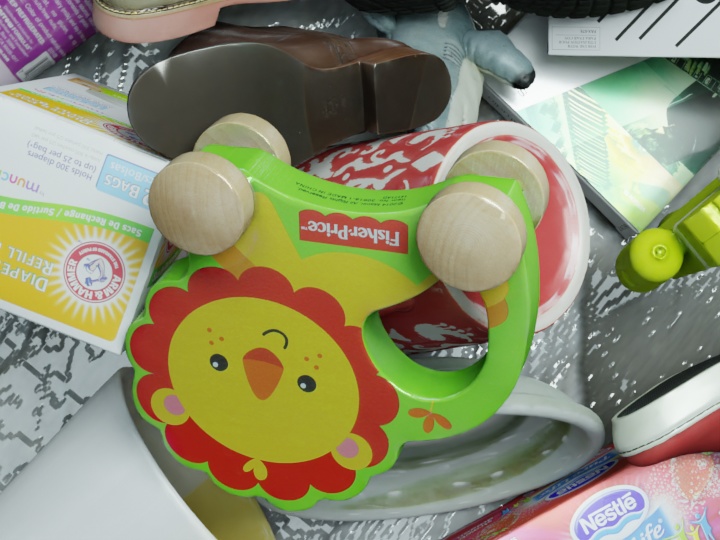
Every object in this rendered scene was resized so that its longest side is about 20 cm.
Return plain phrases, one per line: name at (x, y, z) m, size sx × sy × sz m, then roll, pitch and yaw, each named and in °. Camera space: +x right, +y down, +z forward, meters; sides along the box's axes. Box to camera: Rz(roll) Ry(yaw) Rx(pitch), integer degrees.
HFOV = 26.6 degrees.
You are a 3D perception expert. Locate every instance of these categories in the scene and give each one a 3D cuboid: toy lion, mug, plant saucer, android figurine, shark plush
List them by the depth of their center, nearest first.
toy lion at (-0.017, 0.031, 0.718) m, size 0.199 × 0.069 × 0.193 m, roll 7°, pitch 118°, yaw 16°
mug at (0.009, 0.005, 0.818) m, size 0.133 × 0.200 × 0.178 m, roll 42°, pitch 62°, yaw -26°
plant saucer at (0.035, 0.090, 0.854) m, size 0.199 × 0.200 × 0.051 m, roll -7°, pitch 67°, yaw -3°
android figurine at (0.223, -0.051, 0.857) m, size 0.182 × 0.200 × 0.041 m, roll -40°, pitch 86°, yaw -2°
mug at (-0.137, 0.174, 0.863) m, size 0.153 × 0.149 × 0.187 m, roll -37°, pitch 83°, yaw 4°
shark plush at (0.030, -0.157, 0.900) m, size 0.091 × 0.083 × 0.201 m, roll -28°, pitch 68°, yaw 39°

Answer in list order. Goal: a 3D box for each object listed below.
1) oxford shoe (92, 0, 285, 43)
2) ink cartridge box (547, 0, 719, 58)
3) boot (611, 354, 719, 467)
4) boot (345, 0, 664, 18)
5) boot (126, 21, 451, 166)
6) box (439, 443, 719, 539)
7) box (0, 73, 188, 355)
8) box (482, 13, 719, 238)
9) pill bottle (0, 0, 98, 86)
oxford shoe at (-0.061, -0.192, 0.853) m, size 0.199 × 0.074 × 0.071 m, roll -30°, pitch 48°, yaw -29°
ink cartridge box at (0.205, -0.168, 0.855) m, size 0.199 × 0.044 × 0.095 m, roll 5°, pitch 105°, yaw 22°
boot at (0.235, 0.106, 0.817) m, size 0.199 × 0.072 × 0.145 m, roll -16°, pitch 84°, yaw -28°
boot at (0.082, -0.211, 0.835) m, size 0.199 × 0.068 × 0.132 m, roll 3°, pitch 82°, yaw 9°
boot at (-0.076, -0.105, 0.834) m, size 0.185 × 0.200 × 0.065 m, roll -5°, pitch 108°, yaw -31°
box at (0.148, 0.162, 0.894) m, size 0.199 × 0.100 × 0.096 m, roll -28°, pitch 89°, yaw -3°
box at (-0.146, -0.038, 0.832) m, size 0.112 × 0.200 × 0.102 m, roll 21°, pitch 100°, yaw -1°
box at (0.184, -0.141, 0.942) m, size 0.144 × 0.036 × 0.200 m, roll 43°, pitch 87°, yaw 1°
pill bottle at (-0.171, -0.198, 0.890) m, size 0.200 × 0.112 × 0.112 m, roll -38°, pitch 89°, yaw -4°
